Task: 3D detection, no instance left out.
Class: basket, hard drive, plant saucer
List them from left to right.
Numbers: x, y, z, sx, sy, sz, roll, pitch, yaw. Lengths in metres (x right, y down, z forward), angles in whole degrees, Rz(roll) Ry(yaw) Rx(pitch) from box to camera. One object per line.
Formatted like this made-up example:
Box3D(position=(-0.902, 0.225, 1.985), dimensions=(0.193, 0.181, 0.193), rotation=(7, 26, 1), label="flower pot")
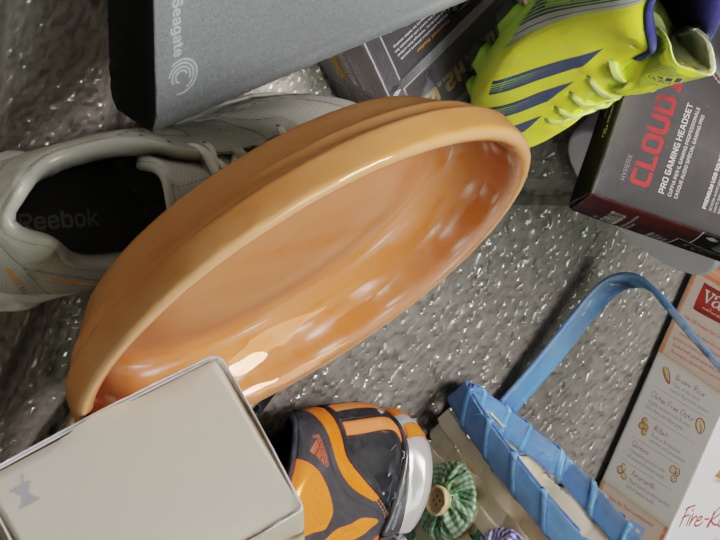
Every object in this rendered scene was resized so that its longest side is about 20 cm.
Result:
Box3D(position=(-0.028, -0.004, 1.038), dimensions=(0.200, 0.037, 0.200), rotation=(-31, 164, -10), label="plant saucer")
Box3D(position=(-0.011, -0.149, 1.043), dimensions=(0.200, 0.033, 0.140), rotation=(-26, 133, -34), label="hard drive")
Box3D(position=(0.115, 0.119, 1.335), dimensions=(0.200, 0.176, 0.139), rotation=(-45, 139, 2), label="basket")

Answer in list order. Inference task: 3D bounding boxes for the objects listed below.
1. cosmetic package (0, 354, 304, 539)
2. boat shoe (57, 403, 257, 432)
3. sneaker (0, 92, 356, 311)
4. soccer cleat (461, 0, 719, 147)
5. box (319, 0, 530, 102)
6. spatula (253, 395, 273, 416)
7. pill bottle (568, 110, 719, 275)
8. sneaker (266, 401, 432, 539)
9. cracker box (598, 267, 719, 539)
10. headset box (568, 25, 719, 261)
Box3D(position=(-0.080, 0.117, 1.081), dimensions=(0.104, 0.073, 0.200), rotation=(-27, 161, -10), label="cosmetic package")
Box3D(position=(-0.070, 0.024, 1.150), dimensions=(0.076, 0.072, 0.200), rotation=(19, 101, -46), label="boat shoe")
Box3D(position=(-0.065, -0.027, 1.060), dimensions=(0.200, 0.092, 0.076), rotation=(-16, 94, -28), label="sneaker")
Box3D(position=(0.101, -0.093, 1.122), dimensions=(0.065, 0.084, 0.200), rotation=(-42, 171, -31), label="soccer cleat")
Box3D(position=(0.052, -0.171, 1.162), dimensions=(0.200, 0.048, 0.158), rotation=(-45, 142, -14), label="box")
Box3D(position=(0.000, 0.000, 1.227), dimensions=(0.200, 0.021, 0.057), rotation=(-48, 148, -23), label="spatula")
Box3D(position=(0.200, -0.099, 1.324), dimensions=(0.200, 0.116, 0.116), rotation=(-45, 141, -16), label="pill bottle")
Box3D(position=(-0.044, 0.154, 1.278), dimensions=(0.112, 0.078, 0.200), rotation=(5, 101, -45), label="sneaker")
Box3D(position=(0.201, 0.100, 1.514), dimensions=(0.134, 0.058, 0.200), rotation=(5, 111, -50), label="cracker box")
Box3D(position=(0.192, -0.073, 1.220), dimensions=(0.075, 0.200, 0.149), rotation=(127, -18, -85), label="headset box")
